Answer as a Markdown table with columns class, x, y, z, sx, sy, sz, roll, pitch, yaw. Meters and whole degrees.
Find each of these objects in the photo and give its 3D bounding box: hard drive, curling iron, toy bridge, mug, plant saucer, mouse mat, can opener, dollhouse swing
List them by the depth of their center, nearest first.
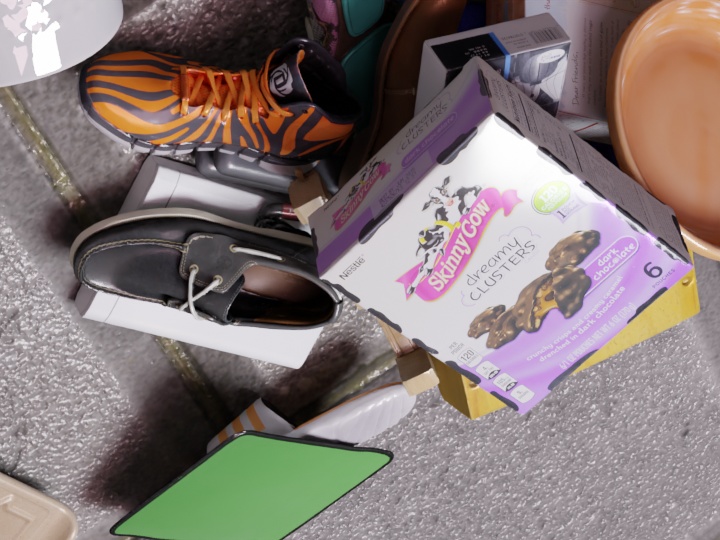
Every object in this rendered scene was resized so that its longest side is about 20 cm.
| class | x | y | z | sx | sy | sz | roll | pitch | yaw |
| --- | --- | --- | --- | --- | --- | --- | --- | --- | --- |
| mug | -0.256 | -0.222 | 1.319 | 0.198 | 0.148 | 0.177 | -2 | 123 | 9 |
| plant saucer | 0.253 | -0.101 | 1.562 | 0.199 | 0.202 | 0.037 | 9 | 162 | -30 |
| toy bridge | 0.000 | 0.000 | 1.572 | 0.027 | 0.067 | 0.201 | -27 | 123 | 7 |
| can opener | -0.027 | -0.086 | 1.602 | 0.199 | 0.053 | 0.068 | 11 | 84 | -34 |
| hard drive | -0.100 | -0.003 | 1.625 | 0.199 | 0.027 | 0.133 | 15 | 113 | -36 |
| curling iron | 0.007 | -0.030 | 1.631 | 0.198 | 0.026 | 0.050 | -4 | 122 | -27 |
| dollhouse swing | 0.126 | -0.009 | 1.650 | 0.199 | 0.176 | 0.183 | -24 | 129 | -12 |
| mouse mat | -0.084 | 0.176 | 1.713 | 0.161 | 0.008 | 0.199 | -37 | 151 | 27 |

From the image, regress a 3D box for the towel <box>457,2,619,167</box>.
| class | x | y | z | sx | sy | sz | roll | pitch | yaw |
| --- | --- | --- | --- | --- | --- | --- | --- | --- | --- |
| towel | 0.123 | -0.125 | 1.622 | 0.198 | 0.049 | 0.149 | -4 | 106 | -31 |

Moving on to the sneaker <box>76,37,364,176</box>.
| class | x | y | z | sx | sy | sz | roll | pitch | yaw |
| --- | --- | --- | --- | --- | --- | --- | --- | --- | --- |
| sneaker | -0.087 | -0.126 | 1.475 | 0.198 | 0.078 | 0.112 | 7 | 158 | -30 |

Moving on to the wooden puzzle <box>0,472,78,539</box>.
| class | x | y | z | sx | sy | sz | roll | pitch | yaw |
| --- | --- | --- | --- | --- | --- | --- | --- | --- | --- |
| wooden puzzle | -0.342 | 0.209 | 1.631 | 0.199 | 0.046 | 0.186 | 34 | 101 | -36 |

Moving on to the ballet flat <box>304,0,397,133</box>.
| class | x | y | z | sx | sy | sz | roll | pitch | yaw |
| --- | --- | --- | --- | --- | --- | --- | --- | --- | --- |
| ballet flat | -0.012 | -0.178 | 1.510 | 0.069 | 0.071 | 0.201 | -38 | 152 | -17 |

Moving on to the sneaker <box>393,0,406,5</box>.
| class | x | y | z | sx | sy | sz | roll | pitch | yaw |
| --- | --- | --- | --- | --- | --- | --- | --- | --- | --- |
| sneaker | 0.070 | -0.275 | 1.500 | 0.086 | 0.075 | 0.201 | -2 | 123 | -35 |

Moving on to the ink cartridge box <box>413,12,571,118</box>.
| class | x | y | z | sx | sy | sz | roll | pitch | yaw |
| --- | --- | --- | --- | --- | --- | --- | --- | --- | --- |
| ink cartridge box | 0.082 | -0.080 | 1.497 | 0.099 | 0.039 | 0.201 | -16 | 139 | -22 |

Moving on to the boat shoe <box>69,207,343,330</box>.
| class | x | y | z | sx | sy | sz | roll | pitch | yaw |
| --- | --- | --- | --- | --- | --- | --- | --- | --- | --- |
| boat shoe | -0.108 | 0.003 | 1.548 | 0.198 | 0.068 | 0.072 | 8 | 124 | -15 |

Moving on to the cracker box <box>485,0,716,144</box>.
| class | x | y | z | sx | sy | sz | roll | pitch | yaw |
| --- | --- | --- | --- | --- | --- | --- | --- | --- | --- |
| cracker box | 0.186 | -0.165 | 1.596 | 0.198 | 0.058 | 0.135 | 9 | 76 | -30 |

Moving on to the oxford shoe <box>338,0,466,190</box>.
| class | x | y | z | sx | sy | sz | roll | pitch | yaw |
| --- | --- | --- | --- | --- | --- | --- | --- | --- | --- |
| oxford shoe | 0.048 | -0.121 | 1.522 | 0.071 | 0.071 | 0.201 | -26 | 140 | -48 |

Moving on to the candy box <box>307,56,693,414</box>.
| class | x | y | z | sx | sy | sz | roll | pitch | yaw |
| --- | --- | --- | --- | --- | --- | --- | --- | --- | --- |
| candy box | 0.093 | -0.019 | 1.450 | 0.199 | 0.072 | 0.168 | 34 | 116 | -29 |

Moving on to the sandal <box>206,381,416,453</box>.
| class | x | y | z | sx | sy | sz | roll | pitch | yaw |
| --- | --- | --- | --- | --- | --- | --- | --- | --- | --- |
| sandal | -0.054 | 0.126 | 1.719 | 0.205 | 0.060 | 0.079 | -27 | 154 | 7 |
